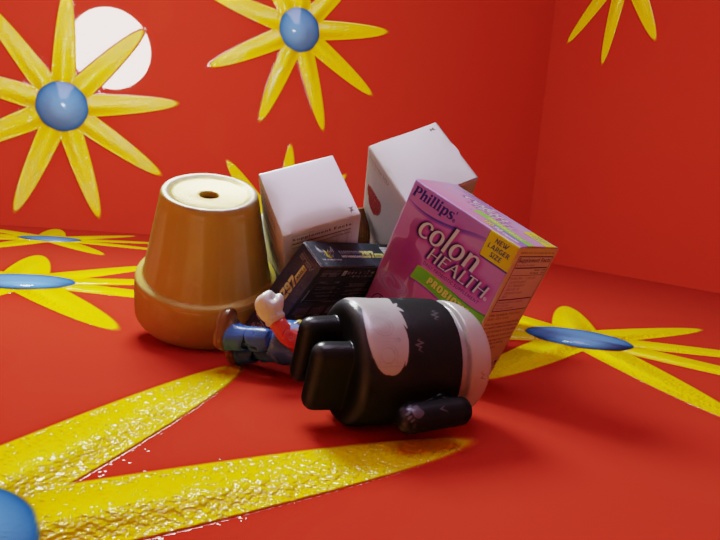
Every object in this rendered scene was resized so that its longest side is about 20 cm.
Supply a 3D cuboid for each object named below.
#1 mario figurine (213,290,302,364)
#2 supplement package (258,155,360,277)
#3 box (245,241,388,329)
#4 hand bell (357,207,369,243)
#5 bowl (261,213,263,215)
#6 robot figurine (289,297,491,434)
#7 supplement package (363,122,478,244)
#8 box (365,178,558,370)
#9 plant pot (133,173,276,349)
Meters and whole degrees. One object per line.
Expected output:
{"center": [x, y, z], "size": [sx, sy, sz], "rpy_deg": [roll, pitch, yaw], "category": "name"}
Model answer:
{"center": [-0.067, 0.076, 0.739], "size": [0.198, 0.107, 0.123], "rpy_deg": [5, 4, 16], "category": "mario figurine"}
{"center": [-0.074, -0.049, 0.884], "size": [0.113, 0.110, 0.201], "rpy_deg": [-17, -29, -15], "category": "supplement package"}
{"center": [-0.041, 0.033, 0.855], "size": [0.199, 0.158, 0.051], "rpy_deg": [-1, 45, -51], "category": "box"}
{"center": [0.000, 0.000, 0.993], "size": [0.103, 0.202, 0.104], "rpy_deg": [-3, 11, 1], "category": "hand bell"}
{"center": [-0.185, -0.038, 1.262], "size": [0.199, 0.091, 0.202], "rpy_deg": [-10, 32, 6], "category": "bowl"}
{"center": [0.033, 0.091, 0.612], "size": [0.198, 0.152, 0.125], "rpy_deg": [2, -22, -25], "category": "robot figurine"}
{"center": [0.082, -0.101, 0.944], "size": [0.119, 0.122, 0.201], "rpy_deg": [-22, -29, -16], "category": "supplement package"}
{"center": [0.119, 0.014, 0.792], "size": [0.096, 0.201, 0.176], "rpy_deg": [-1, 32, -46], "category": "box"}
{"center": [-0.213, -0.024, 0.859], "size": [0.199, 0.191, 0.201], "rpy_deg": [8, 28, -4], "category": "plant pot"}
